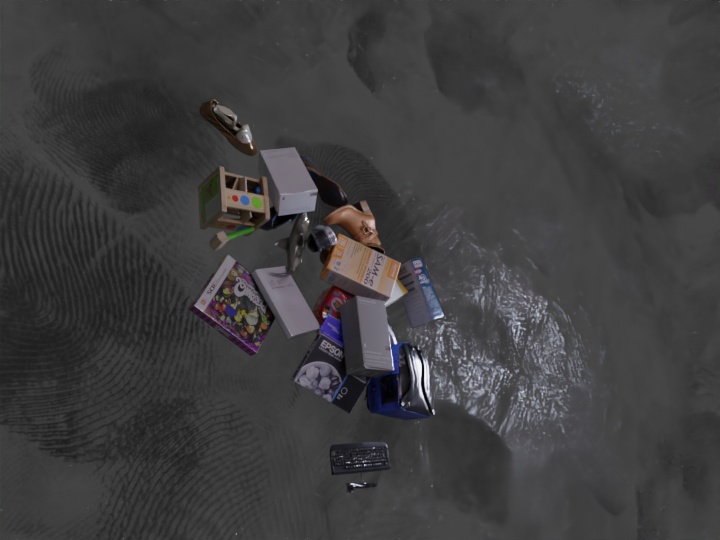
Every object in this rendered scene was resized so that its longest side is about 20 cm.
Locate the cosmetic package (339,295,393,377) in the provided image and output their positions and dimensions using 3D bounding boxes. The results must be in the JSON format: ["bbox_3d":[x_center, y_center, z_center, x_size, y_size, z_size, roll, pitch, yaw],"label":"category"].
[{"bbox_3d":[0.015,0.177,1.622,0.107,0.090,0.201,11,62,-36],"label":"cosmetic package"}]

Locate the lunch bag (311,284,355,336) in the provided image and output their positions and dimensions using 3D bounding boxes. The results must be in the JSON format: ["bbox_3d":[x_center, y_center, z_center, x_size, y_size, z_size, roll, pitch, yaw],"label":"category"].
[{"bbox_3d":[-0.039,0.138,1.739,0.200,0.082,0.176,45,44,-19],"label":"lunch bag"}]

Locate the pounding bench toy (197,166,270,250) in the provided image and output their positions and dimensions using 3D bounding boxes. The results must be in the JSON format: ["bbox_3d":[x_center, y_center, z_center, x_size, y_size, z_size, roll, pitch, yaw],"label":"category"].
[{"bbox_3d":[-0.319,-0.141,1.584,0.156,0.124,0.201,8,65,-39],"label":"pounding bench toy"}]

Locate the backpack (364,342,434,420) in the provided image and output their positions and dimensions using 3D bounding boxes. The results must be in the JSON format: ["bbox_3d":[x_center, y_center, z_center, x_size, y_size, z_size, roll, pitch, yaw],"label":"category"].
[{"bbox_3d":[0.100,0.307,1.711,0.162,0.167,0.201,29,55,-49],"label":"backpack"}]

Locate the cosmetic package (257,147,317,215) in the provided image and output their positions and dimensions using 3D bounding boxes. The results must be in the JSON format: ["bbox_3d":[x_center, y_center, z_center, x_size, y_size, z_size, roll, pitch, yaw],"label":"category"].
[{"bbox_3d":[-0.205,-0.250,1.694,0.113,0.081,0.200,-9,51,-21],"label":"cosmetic package"}]

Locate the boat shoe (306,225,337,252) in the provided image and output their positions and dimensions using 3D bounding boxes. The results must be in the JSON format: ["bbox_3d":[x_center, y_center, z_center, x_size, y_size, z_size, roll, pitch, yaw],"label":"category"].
[{"bbox_3d":[-0.120,-0.082,1.710,0.068,0.200,0.072,-28,101,-12],"label":"boat shoe"}]

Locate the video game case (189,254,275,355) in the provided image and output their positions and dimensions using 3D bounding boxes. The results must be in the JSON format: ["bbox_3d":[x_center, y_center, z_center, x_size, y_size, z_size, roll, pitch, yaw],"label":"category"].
[{"bbox_3d":[-0.308,0.087,1.549,0.200,0.036,0.182,42,48,-20],"label":"video game case"}]

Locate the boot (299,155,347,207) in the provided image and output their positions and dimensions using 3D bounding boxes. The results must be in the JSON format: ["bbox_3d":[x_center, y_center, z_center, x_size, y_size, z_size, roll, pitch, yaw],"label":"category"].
[{"bbox_3d":[-0.115,-0.273,1.850,0.200,0.075,0.097,37,25,-40],"label":"boot"}]

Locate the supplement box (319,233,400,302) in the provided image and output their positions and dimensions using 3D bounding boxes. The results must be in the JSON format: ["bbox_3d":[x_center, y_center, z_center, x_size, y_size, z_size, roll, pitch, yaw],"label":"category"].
[{"bbox_3d":[0.000,0.000,1.718,0.200,0.074,0.126,25,56,-10],"label":"supplement box"}]

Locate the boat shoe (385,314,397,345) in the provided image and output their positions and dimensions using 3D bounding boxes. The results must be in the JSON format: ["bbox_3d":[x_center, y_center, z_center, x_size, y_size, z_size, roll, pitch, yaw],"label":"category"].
[{"bbox_3d":[0.065,0.164,1.823,0.057,0.069,0.200,-22,86,-55],"label":"boat shoe"}]

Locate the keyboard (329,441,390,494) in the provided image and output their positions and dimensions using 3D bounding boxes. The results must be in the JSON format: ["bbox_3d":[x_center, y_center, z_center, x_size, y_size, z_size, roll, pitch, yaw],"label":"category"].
[{"bbox_3d":[0.004,0.527,1.634,0.200,0.021,0.128,9,65,-38],"label":"keyboard"}]

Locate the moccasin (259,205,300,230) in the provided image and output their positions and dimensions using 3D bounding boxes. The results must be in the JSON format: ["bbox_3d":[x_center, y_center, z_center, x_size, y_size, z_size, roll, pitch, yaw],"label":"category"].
[{"bbox_3d":[-0.205,-0.162,1.723,0.200,0.068,0.081,-46,138,-36],"label":"moccasin"}]

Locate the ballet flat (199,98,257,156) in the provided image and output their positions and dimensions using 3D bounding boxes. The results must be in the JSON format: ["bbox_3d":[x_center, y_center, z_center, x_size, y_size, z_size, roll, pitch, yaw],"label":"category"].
[{"bbox_3d":[-0.358,-0.405,1.708,0.200,0.072,0.068,43,49,-18],"label":"ballet flat"}]

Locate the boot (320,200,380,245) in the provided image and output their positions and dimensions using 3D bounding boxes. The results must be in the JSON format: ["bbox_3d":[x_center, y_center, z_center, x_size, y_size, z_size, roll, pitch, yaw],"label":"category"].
[{"bbox_3d":[-0.021,-0.125,1.880,0.200,0.074,0.155,-21,91,-40],"label":"boot"}]

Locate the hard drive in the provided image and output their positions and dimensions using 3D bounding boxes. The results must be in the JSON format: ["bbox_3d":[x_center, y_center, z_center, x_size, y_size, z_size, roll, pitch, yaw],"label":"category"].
[{"bbox_3d":[-0.195,0.082,1.608,0.132,0.026,0.200,-9,65,-59],"label":"hard drive"}]

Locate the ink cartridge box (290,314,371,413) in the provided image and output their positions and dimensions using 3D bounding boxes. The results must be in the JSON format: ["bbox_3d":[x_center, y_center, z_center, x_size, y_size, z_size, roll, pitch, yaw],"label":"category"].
[{"bbox_3d":[-0.056,0.252,1.634,0.198,0.043,0.200,35,79,-24],"label":"ink cartridge box"}]

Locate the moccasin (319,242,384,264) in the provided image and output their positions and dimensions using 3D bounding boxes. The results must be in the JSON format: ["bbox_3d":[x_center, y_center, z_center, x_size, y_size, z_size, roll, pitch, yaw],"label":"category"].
[{"bbox_3d":[-0.024,-0.047,1.812,0.201,0.078,0.074,1,93,-25],"label":"moccasin"}]

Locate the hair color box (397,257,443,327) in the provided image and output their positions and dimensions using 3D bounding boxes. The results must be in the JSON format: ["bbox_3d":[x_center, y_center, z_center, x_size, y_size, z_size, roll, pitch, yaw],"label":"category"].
[{"bbox_3d":[0.179,0.071,1.943,0.060,0.100,0.201,-14,81,-45],"label":"hair color box"}]

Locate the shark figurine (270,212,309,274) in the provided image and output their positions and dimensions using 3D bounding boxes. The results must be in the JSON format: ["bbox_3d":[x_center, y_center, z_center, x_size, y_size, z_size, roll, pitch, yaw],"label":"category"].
[{"bbox_3d":[-0.200,-0.054,1.688,0.089,0.128,0.215,12,59,0],"label":"shark figurine"}]

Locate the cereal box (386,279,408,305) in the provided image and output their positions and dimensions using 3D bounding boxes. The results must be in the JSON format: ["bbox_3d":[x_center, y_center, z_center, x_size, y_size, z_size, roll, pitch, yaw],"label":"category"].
[{"bbox_3d":[0.047,0.043,1.830,0.144,0.040,0.200,51,30,9],"label":"cereal box"}]
